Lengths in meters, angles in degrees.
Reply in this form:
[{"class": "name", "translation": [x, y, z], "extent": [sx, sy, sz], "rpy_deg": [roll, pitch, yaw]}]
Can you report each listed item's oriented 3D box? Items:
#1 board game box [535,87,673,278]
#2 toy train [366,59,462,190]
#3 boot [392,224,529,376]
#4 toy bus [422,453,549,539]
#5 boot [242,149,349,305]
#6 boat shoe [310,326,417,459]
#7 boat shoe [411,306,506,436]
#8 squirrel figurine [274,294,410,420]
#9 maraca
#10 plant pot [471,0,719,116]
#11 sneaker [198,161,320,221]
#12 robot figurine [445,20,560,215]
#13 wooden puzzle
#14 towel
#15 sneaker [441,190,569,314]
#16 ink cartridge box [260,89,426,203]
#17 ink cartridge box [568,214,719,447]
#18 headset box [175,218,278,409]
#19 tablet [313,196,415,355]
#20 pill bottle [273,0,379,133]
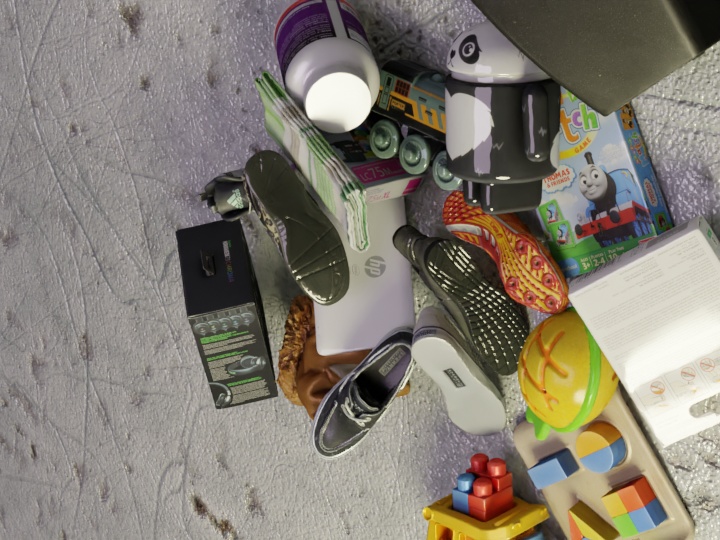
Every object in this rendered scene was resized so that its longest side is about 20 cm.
[{"class": "board game box", "translation": [0.246, -0.103, 1.544], "extent": [0.151, 0.036, 0.201], "rpy_deg": [-20, 89, 50]}, {"class": "toy train", "translation": [0.089, -0.169, 1.660], "extent": [0.199, 0.085, 0.115], "rpy_deg": [29, 115, 37]}, {"class": "boot", "translation": [0.122, 0.028, 1.711], "extent": [0.200, 0.068, 0.131], "rpy_deg": [55, 172, -18]}, {"class": "toy bus", "translation": [0.172, 0.326, 1.720], "extent": [0.199, 0.135, 0.193], "rpy_deg": [15, 112, 44]}, {"class": "boot", "translation": [-0.082, -0.058, 1.767], "extent": [0.204, 0.073, 0.154], "rpy_deg": [61, 175, -9]}, {"class": "boat shoe", "translation": [0.004, 0.155, 1.717], "extent": [0.072, 0.068, 0.200], "rpy_deg": [41, 106, -2]}, {"class": "boat shoe", "translation": [0.120, 0.119, 1.716], "extent": [0.071, 0.070, 0.200], "rpy_deg": [-19, 130, 25]}, {"class": "squirrel figurine", "translation": [-0.045, 0.085, 1.856], "extent": [0.199, 0.141, 0.188], "rpy_deg": [5, 109, 49]}, {"class": "maraca", "translation": [0.225, 0.118, 1.601], "extent": [0.200, 0.106, 0.138], "rpy_deg": [127, 147, -64]}, {"class": "plant pot", "translation": [0.262, -0.270, 1.359], "extent": [0.178, 0.199, 0.200], "rpy_deg": [55, 138, 0]}, {"class": "sneaker", "translation": [-0.136, -0.099, 1.882], "extent": [0.199, 0.139, 0.078], "rpy_deg": [-5, 101, 49]}, {"class": "robot figurine", "translation": [0.148, -0.163, 1.505], "extent": [0.149, 0.125, 0.201], "rpy_deg": [8, 109, 28]}, {"class": "wooden puzzle", "translation": [0.270, 0.248, 1.645], "extent": [0.185, 0.046, 0.201], "rpy_deg": [-34, 79, 48]}, {"class": "towel", "translation": [-0.058, -0.122, 1.659], "extent": [0.200, 0.031, 0.149], "rpy_deg": [51, 166, 22]}, {"class": "sneaker", "translation": [0.177, -0.029, 1.614], "extent": [0.200, 0.077, 0.073], "rpy_deg": [51, 127, 32]}, {"class": "ink cartridge box", "translation": [-0.022, -0.166, 1.748], "extent": [0.200, 0.119, 0.042], "rpy_deg": [49, 130, 23]}, {"class": "ink cartridge box", "translation": [0.334, 0.064, 1.481], "extent": [0.160, 0.050, 0.201], "rpy_deg": [-29, 101, 28]}, {"class": "headset box", "translation": [-0.181, 0.053, 1.923], "extent": [0.201, 0.092, 0.175], "rpy_deg": [80, 177, -46]}, {"class": "tablet", "translation": [0.000, 0.000, 1.771], "extent": [0.129, 0.014, 0.201], "rpy_deg": [-9, 74, 16]}, {"class": "pill bottle", "translation": [-0.039, -0.242, 1.682], "extent": [0.200, 0.112, 0.113], "rpy_deg": [-104, 22, -55]}]
